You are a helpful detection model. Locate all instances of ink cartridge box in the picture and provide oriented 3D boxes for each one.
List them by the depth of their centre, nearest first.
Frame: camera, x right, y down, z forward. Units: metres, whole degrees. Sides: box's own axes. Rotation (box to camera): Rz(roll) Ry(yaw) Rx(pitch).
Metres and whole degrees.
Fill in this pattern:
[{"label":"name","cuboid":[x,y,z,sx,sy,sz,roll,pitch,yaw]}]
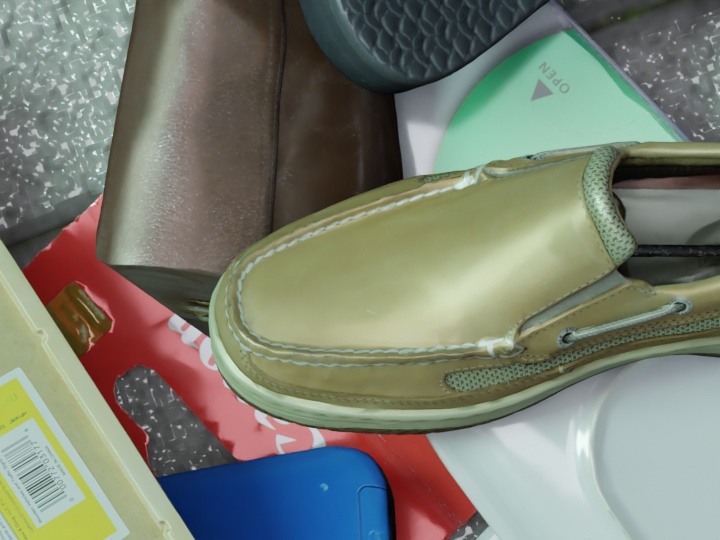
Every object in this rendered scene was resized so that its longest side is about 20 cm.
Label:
[{"label":"ink cartridge box","cuboid":[0.000,0.000,0.815,0.200,0.050,0.161,-44,85,-2]}]

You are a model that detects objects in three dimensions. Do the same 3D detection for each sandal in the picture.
[{"label":"sandal","cuboid":[0.060,-0.114,0.785,0.200,0.043,0.076,-25,96,-29]}]

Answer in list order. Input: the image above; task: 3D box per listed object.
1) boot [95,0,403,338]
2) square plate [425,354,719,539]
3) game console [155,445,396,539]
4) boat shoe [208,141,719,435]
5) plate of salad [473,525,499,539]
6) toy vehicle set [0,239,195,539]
[{"label":"boot","cuboid":[-0.067,-0.081,0.754,0.186,0.064,0.200,5,90,-16]},{"label":"square plate","cuboid":[0.151,0.064,0.771,0.198,0.028,0.200,-37,93,-17]},{"label":"game console","cuboid":[-0.070,0.167,0.812,0.200,0.118,0.171,-11,55,11]},{"label":"boat shoe","cuboid":[0.057,-0.008,0.712,0.200,0.076,0.072,-12,68,-7]},{"label":"plate of salad","cuboid":[0.107,0.150,0.798,0.200,0.048,0.200,0,86,4]},{"label":"toy vehicle set","cuboid":[-0.118,0.075,0.721,0.124,0.027,0.200,-30,82,-23]}]
